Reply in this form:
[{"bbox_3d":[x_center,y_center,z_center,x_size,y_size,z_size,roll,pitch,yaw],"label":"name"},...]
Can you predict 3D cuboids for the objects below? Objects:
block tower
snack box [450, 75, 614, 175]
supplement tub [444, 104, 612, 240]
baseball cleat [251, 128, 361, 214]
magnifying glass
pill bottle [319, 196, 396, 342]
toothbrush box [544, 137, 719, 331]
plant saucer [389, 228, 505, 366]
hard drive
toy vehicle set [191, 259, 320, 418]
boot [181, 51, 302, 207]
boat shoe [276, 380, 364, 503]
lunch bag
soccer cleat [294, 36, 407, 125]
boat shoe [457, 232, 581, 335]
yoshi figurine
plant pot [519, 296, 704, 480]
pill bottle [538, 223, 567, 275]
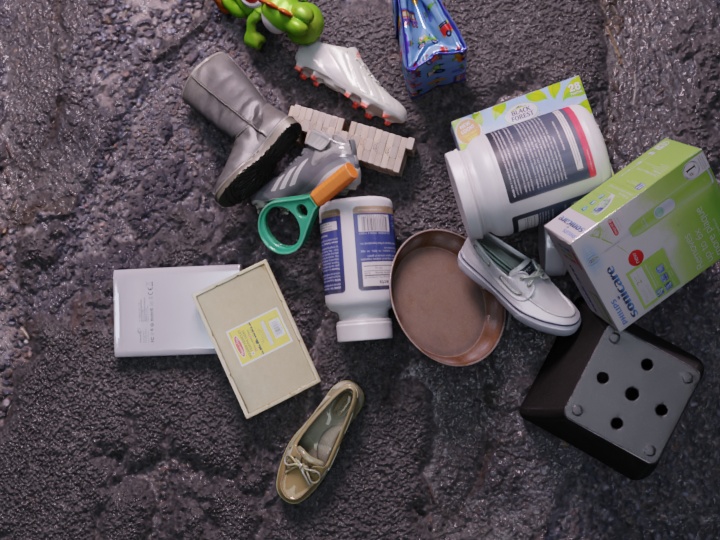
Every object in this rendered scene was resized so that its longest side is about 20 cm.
[{"bbox_3d":[-0.018,-0.193,1.354,0.197,0.054,0.059,16,88,7],"label":"block tower"},{"bbox_3d":[0.250,-0.168,1.319,0.198,0.068,0.171,-18,85,3],"label":"snack box"},{"bbox_3d":[0.225,-0.129,1.215,0.197,0.140,0.142,-17,84,4],"label":"supplement tub"},{"bbox_3d":[-0.081,-0.147,1.325,0.198,0.069,0.108,-9,83,33],"label":"baseball cleat"},{"bbox_3d":[-0.076,-0.090,1.280,0.199,0.022,0.080,-35,91,36],"label":"magnifying glass"},{"bbox_3d":[0.000,0.000,1.309,0.109,0.111,0.203,-5,85,5],"label":"pill bottle"},{"bbox_3d":[0.359,-0.047,1.142,0.199,0.086,0.146,-34,112,0],"label":"toothbrush box"},{"bbox_3d":[0.119,0.041,1.290,0.198,0.034,0.203,11,67,-27],"label":"plant saucer"},{"bbox_3d":[-0.277,0.062,1.375,0.197,0.025,0.134,-3,86,6],"label":"hard drive"},{"bbox_3d":[-0.154,0.101,1.338,0.123,0.027,0.202,-24,89,-9],"label":"toy vehicle set"},{"bbox_3d":[-0.204,-0.213,1.339,0.200,0.073,0.182,40,80,19],"label":"boot"},{"bbox_3d":[-0.062,0.252,1.320,0.073,0.063,0.202,36,90,7],"label":"boat shoe"},{"bbox_3d":[0.083,-0.375,1.309,0.093,0.151,0.203,-18,84,4],"label":"lunch bag"},{"bbox_3d":[-0.008,-0.291,1.356,0.199,0.069,0.078,32,86,10],"label":"soccer cleat"},{"bbox_3d":[0.220,0.014,1.246,0.199,0.067,0.073,32,49,19],"label":"boat shoe"},{"bbox_3d":[-0.129,-0.392,1.355,0.111,0.113,0.199,-28,49,-32],"label":"yoshi figurine"},{"bbox_3d":[0.352,0.163,1.230,0.198,0.177,0.201,29,88,8],"label":"plant pot"},{"bbox_3d":[0.356,-0.040,1.274,0.197,0.120,0.121,-3,85,6],"label":"pill bottle"}]
